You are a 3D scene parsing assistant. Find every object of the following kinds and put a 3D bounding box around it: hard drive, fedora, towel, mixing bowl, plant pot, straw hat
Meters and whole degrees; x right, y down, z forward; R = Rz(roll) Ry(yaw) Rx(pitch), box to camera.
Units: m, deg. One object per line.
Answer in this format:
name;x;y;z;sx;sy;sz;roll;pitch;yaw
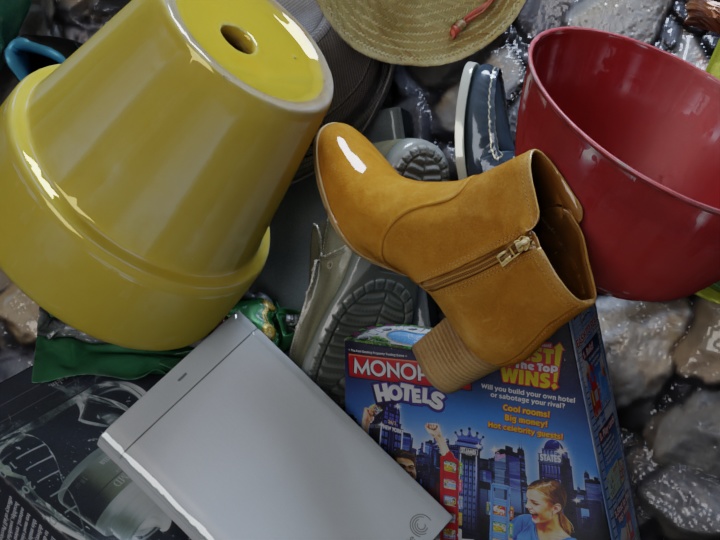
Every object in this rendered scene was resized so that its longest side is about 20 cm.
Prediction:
hard drive;-0.018;-0.006;1.087;0.138;0.033;0.202;-10;83;20
fedora;-0.073;-0.154;1.068;0.198;0.090;0.178;-19;62;16
towel;0.251;-0.082;0.994;0.086;0.018;0.202;25;95;21
mixing bowl;0.173;-0.052;0.933;0.200;0.200;0.109;38;125;19
plant pot;-0.121;-0.084;0.946;0.201;0.200;0.189;52;121;17
hard drive;-0.053;0.137;0.961;0.200;0.027;0.132;43;59;7
straw hat;0.028;-0.242;1.034;0.085;0.200;0.202;36;101;52

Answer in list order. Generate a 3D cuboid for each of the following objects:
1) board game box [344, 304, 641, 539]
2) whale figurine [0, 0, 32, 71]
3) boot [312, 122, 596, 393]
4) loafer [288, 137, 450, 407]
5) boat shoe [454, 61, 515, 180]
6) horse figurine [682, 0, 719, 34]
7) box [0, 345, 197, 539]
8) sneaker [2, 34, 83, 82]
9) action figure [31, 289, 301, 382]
board game box;0.091;0.096;0.987;0.198;0.062;0.202;8;109;22
whale figurine;-0.315;-0.191;1.195;0.159;0.103;0.202;23;118;47
boot;0.059;-0.038;0.900;0.144;0.070;0.202;-42;69;42
loafer;0.000;0.000;1.033;0.070;0.075;0.202;30;99;52
boat shoe;0.101;-0.044;1.020;0.061;0.075;0.202;-4;86;23
horse figurine;0.291;-0.218;0.964;0.132;0.050;0.201;34;86;20
box;-0.161;0.157;1.030;0.196;0.200;0.125;39;131;18
sneaker;-0.201;-0.104;1.141;0.200;0.082;0.073;44;100;17
action figure;-0.126;0.034;1.047;0.198;0.055;0.119;5;49;-12
